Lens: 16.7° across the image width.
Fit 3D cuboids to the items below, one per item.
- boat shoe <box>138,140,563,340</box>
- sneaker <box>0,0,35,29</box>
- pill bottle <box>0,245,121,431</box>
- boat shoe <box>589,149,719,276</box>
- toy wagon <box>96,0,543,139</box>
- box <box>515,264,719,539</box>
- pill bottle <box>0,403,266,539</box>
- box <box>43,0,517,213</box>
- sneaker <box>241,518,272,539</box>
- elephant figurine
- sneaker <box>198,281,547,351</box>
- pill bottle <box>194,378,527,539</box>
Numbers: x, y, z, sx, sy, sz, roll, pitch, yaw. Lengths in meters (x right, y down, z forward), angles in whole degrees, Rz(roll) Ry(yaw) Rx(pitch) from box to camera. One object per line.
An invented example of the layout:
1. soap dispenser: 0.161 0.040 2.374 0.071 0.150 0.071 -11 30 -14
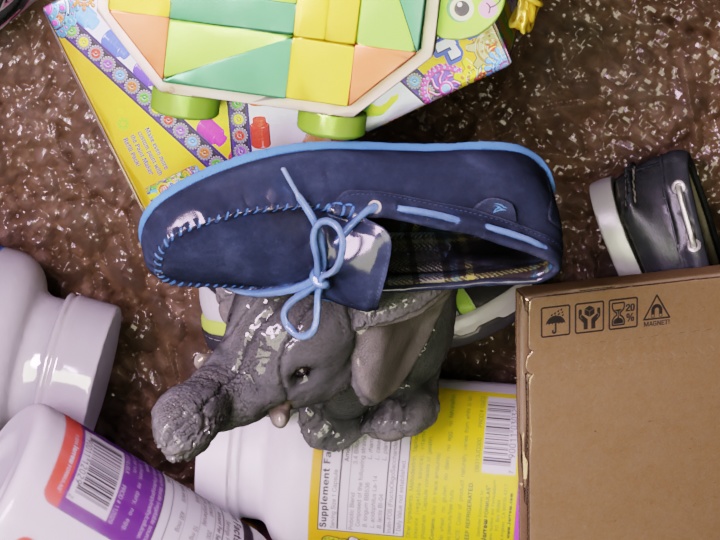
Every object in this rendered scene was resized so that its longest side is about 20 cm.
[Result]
1. boat shoe: 0.001 -0.017 1.117 0.198 0.069 0.084 -10 147 -11
2. sneaker: -0.180 -0.169 1.288 0.080 0.086 0.200 44 104 -9
3. pill bottle: -0.236 0.033 1.338 0.198 0.112 0.113 14 107 1
4. boat shoe: 0.189 0.033 1.318 0.060 0.076 0.201 -23 103 17
5. toy wagon: -0.016 -0.138 1.097 0.198 0.040 0.156 8 105 4
6. box: 0.177 0.079 1.281 0.198 0.021 0.165 -6 107 -15
7. pill bottle: -0.114 0.165 1.285 0.199 0.112 0.112 33 106 -17
8. box: -0.029 -0.131 1.225 0.192 0.200 0.123 -24 100 10
9. sneaker: -0.137 0.141 1.379 0.198 0.075 0.091 0 111 4
10. elephant figurine: -0.017 0.021 1.202 0.140 0.200 0.156 -4 80 9
11. sneaker: 0.000 0.000 1.327 0.198 0.072 0.083 -7 104 7
12. pill bottle: 0.013 0.108 1.340 0.198 0.104 0.105 5 106 4
